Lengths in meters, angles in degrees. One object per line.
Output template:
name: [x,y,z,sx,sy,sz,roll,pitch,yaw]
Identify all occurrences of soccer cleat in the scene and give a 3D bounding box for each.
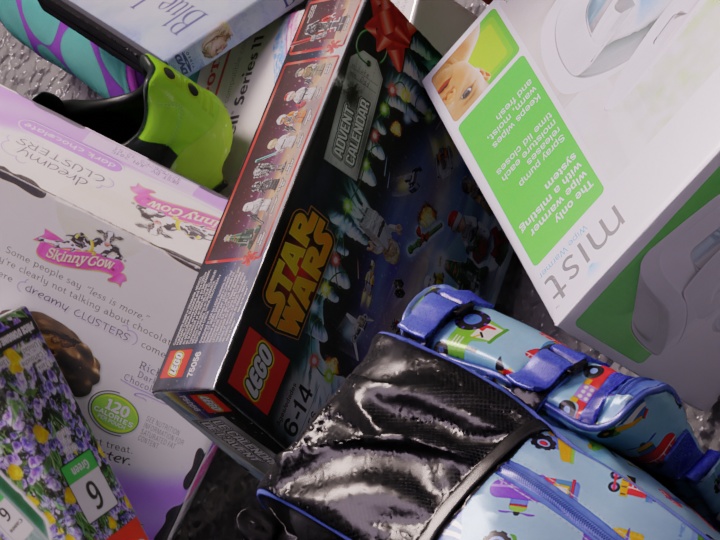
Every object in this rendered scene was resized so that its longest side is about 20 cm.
soccer cleat: [-0.153,-0.038,1.256,0.200,0.081,0.068,-29,41,19]

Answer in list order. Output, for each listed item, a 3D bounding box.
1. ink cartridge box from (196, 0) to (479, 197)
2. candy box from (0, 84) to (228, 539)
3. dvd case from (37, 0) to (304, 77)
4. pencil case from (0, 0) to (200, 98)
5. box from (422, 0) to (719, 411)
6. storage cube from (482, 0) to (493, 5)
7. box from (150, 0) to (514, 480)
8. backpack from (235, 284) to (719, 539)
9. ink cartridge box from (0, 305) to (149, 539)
ink cartridge box: [-0.027,-0.060,1.274,0.200,0.067,0.118,-8,62,49]
candy box: [-0.139,0.040,1.216,0.201,0.167,0.072,-64,-2,29]
dvd case: [-0.052,-0.169,1.326,0.200,0.018,0.143,-35,36,-16]
pencil case: [-0.132,-0.143,1.443,0.200,0.085,0.093,30,106,54]
box: [0.144,-0.079,1.053,0.200,0.097,0.177,-47,36,19]
storage cube: [0.083,-0.239,1.148,0.180,0.200,0.171,-35,43,24]
box: [0.000,0.000,1.115,0.040,0.137,0.201,-5,55,41]
backpack: [0.083,0.117,0.941,0.200,0.183,0.135,24,70,40]
ink cartridge box: [-0.153,0.129,1.172,0.109,0.050,0.201,-26,93,27]
